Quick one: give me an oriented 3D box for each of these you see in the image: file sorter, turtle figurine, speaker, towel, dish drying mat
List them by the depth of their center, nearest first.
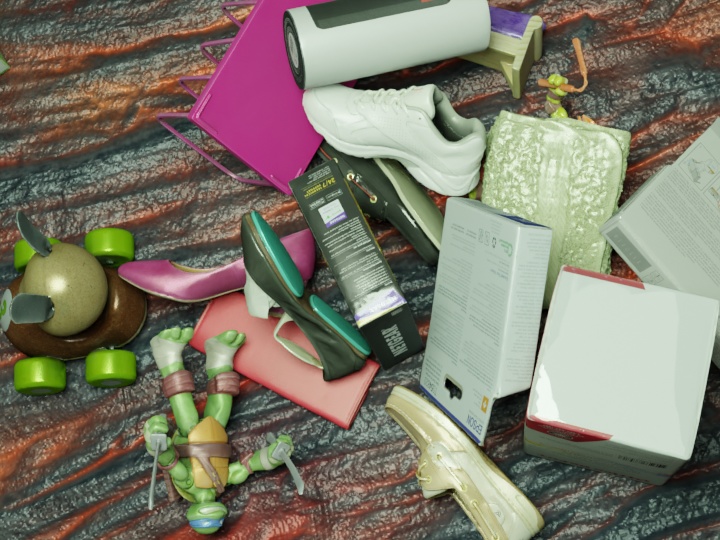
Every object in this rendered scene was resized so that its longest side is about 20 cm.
[{"bbox_3d":[-0.137,0.148,1.137,0.142,0.200,0.196,-8,70,-6],"label":"turtle figurine"},{"bbox_3d":[0.027,-0.239,1.162,0.198,0.081,0.082,-14,72,-11],"label":"speaker"},{"bbox_3d":[0.189,-0.055,1.179,0.147,0.036,0.202,9,102,14],"label":"towel"},{"bbox_3d":[0.187,-0.132,1.223,0.159,0.064,0.202,-8,93,15],"label":"turtle figurine"},{"bbox_3d":[-0.082,0.089,1.228,0.199,0.018,0.077,26,79,14],"label":"dish drying mat"},{"bbox_3d":[-0.104,-0.206,1.238,0.125,0.139,0.201,13,70,55],"label":"file sorter"}]

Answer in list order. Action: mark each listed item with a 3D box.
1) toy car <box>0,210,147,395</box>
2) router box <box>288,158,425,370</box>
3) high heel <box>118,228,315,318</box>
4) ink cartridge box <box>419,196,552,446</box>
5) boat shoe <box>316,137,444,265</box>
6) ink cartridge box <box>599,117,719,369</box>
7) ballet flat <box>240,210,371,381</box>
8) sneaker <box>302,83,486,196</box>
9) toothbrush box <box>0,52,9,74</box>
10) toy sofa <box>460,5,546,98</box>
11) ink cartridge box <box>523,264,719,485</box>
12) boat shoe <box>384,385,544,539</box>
[{"bbox_3d":[-0.317,0.024,1.185,0.156,0.200,0.166,-7,73,6],"label":"toy car"},{"bbox_3d":[0.000,0.000,1.145,0.052,0.200,0.158,-27,73,0],"label":"router box"},{"bbox_3d":[-0.147,-0.012,1.203,0.198,0.067,0.097,11,98,-1],"label":"high heel"},{"bbox_3d":[0.115,0.042,1.105,0.040,0.200,0.202,6,100,-16],"label":"ink cartridge box"},{"bbox_3d":[0.026,-0.082,1.237,0.063,0.074,0.202,-43,77,18],"label":"boat shoe"},{"bbox_3d":[0.360,-0.023,1.154,0.176,0.045,0.200,-41,89,-26],"label":"ink cartridge box"},{"bbox_3d":[-0.071,0.035,1.162,0.068,0.068,0.200,-36,105,11],"label":"ballet flat"},{"bbox_3d":[0.040,-0.158,1.171,0.198,0.100,0.078,21,48,-1],"label":"sneaker"},{"bbox_3d":[-0.529,-0.286,1.364,0.145,0.086,0.201,-35,73,-2],"label":"toothbrush box"},{"bbox_3d":[0.101,-0.271,1.268,0.198,0.083,0.098,20,79,13],"label":"toy sofa"},{"bbox_3d":[0.236,0.104,1.083,0.144,0.200,0.146,12,74,10],"label":"ink cartridge box"},{"bbox_3d":[0.089,0.199,1.143,0.069,0.074,0.200,-44,73,-10],"label":"boat shoe"}]
